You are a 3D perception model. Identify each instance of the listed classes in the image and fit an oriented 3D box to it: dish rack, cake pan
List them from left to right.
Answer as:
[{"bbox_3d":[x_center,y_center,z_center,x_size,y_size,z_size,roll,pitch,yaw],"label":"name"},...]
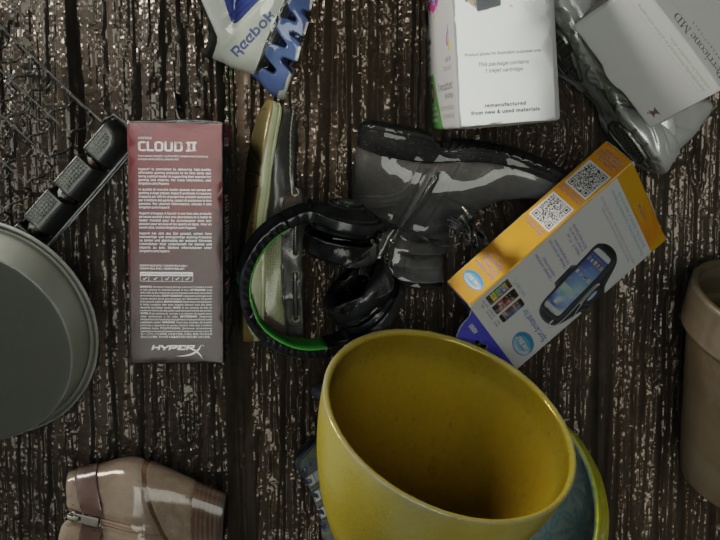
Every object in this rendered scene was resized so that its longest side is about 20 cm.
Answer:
[{"bbox_3d":[-0.318,0.057,0.879,0.197,0.037,0.203,0,113,1],"label":"cake pan"},{"bbox_3d":[-0.305,-0.121,0.881,0.200,0.055,0.154,43,91,-6],"label":"dish rack"}]

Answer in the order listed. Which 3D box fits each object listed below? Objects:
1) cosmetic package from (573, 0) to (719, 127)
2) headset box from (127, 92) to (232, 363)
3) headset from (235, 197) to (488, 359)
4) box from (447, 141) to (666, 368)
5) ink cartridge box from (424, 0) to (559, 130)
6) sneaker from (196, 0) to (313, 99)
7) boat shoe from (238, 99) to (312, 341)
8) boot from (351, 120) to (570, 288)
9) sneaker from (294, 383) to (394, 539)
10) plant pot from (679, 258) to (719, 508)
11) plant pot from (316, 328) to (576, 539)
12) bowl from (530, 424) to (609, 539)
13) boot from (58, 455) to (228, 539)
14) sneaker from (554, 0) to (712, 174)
[{"bbox_3d":[0.274,-0.222,0.855,0.108,0.085,0.200,47,61,-9],"label":"cosmetic package"},{"bbox_3d":[-0.140,-0.039,0.853,0.074,0.149,0.203,0,98,-4],"label":"headset box"},{"bbox_3d":[0.000,0.000,0.852,0.198,0.094,0.125,-22,113,-10],"label":"headset"},{"bbox_3d":[0.160,-0.002,0.904,0.199,0.042,0.119,-39,138,2],"label":"box"},{"bbox_3d":[0.099,-0.216,0.852,0.083,0.145,0.203,-4,97,-4],"label":"ink cartridge box"},{"bbox_3d":[-0.086,-0.252,0.867,0.114,0.081,0.202,15,97,-8],"label":"sneaker"},{"bbox_3d":[-0.066,-0.039,0.903,0.065,0.072,0.204,4,97,-14],"label":"boat shoe"},{"bbox_3d":[0.079,-0.047,0.919,0.197,0.070,0.134,11,102,2],"label":"boot"},{"bbox_3d":[-0.021,0.189,0.935,0.080,0.074,0.203,10,89,1],"label":"sneaker"},{"bbox_3d":[0.352,0.110,0.900,0.197,0.200,0.176,9,112,-5],"label":"plant pot"},{"bbox_3d":[0.047,0.164,0.824,0.197,0.201,0.143,17,123,-6],"label":"plant pot"},{"bbox_3d":[0.133,0.215,0.912,0.107,0.199,0.202,24,96,-49],"label":"bowl"},{"bbox_3d":[-0.192,0.261,0.932,0.144,0.070,0.203,5,95,2],"label":"boot"},{"bbox_3d":[0.224,-0.185,0.909,0.099,0.078,0.201,-42,106,-7],"label":"sneaker"}]
